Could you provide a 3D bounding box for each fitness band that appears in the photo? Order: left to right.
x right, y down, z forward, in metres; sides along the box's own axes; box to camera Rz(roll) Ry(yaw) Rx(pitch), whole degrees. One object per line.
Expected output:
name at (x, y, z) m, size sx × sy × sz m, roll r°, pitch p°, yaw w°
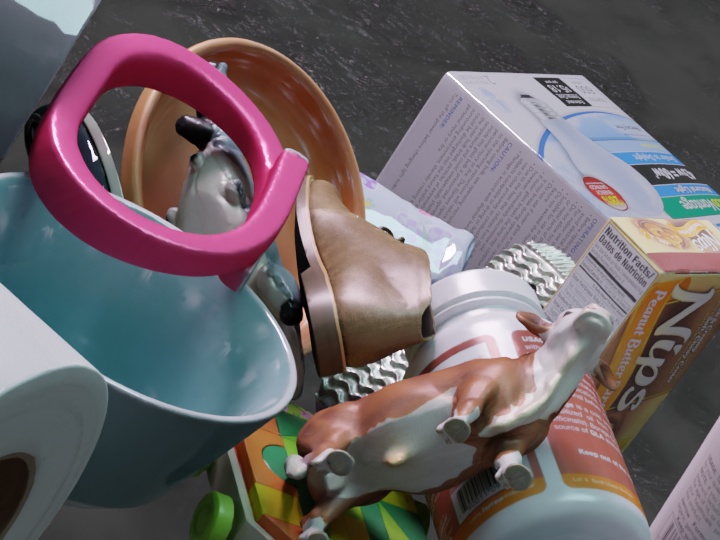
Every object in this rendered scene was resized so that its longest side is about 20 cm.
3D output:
fitness band at (-0.105, -0.061, 1.611) m, size 0.144 × 0.037 × 0.200 m, roll 33°, pitch 31°, yaw -6°

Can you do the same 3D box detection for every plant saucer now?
plant saucer at (-0.076, -0.040, 1.776) m, size 0.200 × 0.037 × 0.200 m, roll 12°, pitch 73°, yaw -46°

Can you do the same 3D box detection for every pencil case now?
pencil case at (-0.024, -0.034, 1.893) m, size 0.200 × 0.083 × 0.091 m, roll 30°, pitch 36°, yaw -7°

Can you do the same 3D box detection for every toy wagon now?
toy wagon at (-0.028, 0.125, 1.631) m, size 0.155 × 0.040 × 0.200 m, roll 23°, pitch 25°, yaw -25°

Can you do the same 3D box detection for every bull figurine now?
bull figurine at (0.047, 0.083, 1.543) m, size 0.065 × 0.200 × 0.121 m, roll 62°, pitch 20°, yaw -10°

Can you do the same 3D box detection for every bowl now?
bowl at (-0.145, 0.051, 1.542) m, size 0.201 × 0.105 × 0.201 m, roll 28°, pitch 23°, yaw -13°

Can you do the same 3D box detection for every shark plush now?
shark plush at (-0.080, -0.021, 1.719) m, size 0.083 × 0.091 × 0.200 m, roll 17°, pitch 47°, yaw -61°

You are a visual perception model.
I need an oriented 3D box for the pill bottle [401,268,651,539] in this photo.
pill bottle at (0.085, 0.097, 1.649) m, size 0.112 × 0.112 × 0.200 m, roll 19°, pitch 35°, yaw -31°

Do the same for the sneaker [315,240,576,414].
sneaker at (0.055, 0.068, 1.808) m, size 0.200 × 0.100 × 0.070 m, roll -29°, pitch 59°, yaw -30°

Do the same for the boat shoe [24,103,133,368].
boat shoe at (-0.167, -0.020, 1.693) m, size 0.062 × 0.075 × 0.200 m, roll -12°, pitch 55°, yaw -17°

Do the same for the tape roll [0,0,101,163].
tape roll at (-0.210, -0.111, 1.655) m, size 0.066 × 0.200 × 0.200 m, roll 32°, pitch 23°, yaw -7°

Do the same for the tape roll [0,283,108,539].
tape roll at (-0.226, 0.076, 1.264) m, size 0.139 × 0.203 × 0.203 m, roll 40°, pitch 24°, yaw 17°

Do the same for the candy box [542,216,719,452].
candy box at (0.142, 0.059, 1.779) m, size 0.055 × 0.200 × 0.115 m, roll 47°, pitch 26°, yaw 27°

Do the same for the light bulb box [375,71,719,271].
light bulb box at (0.145, -0.031, 2.059) m, size 0.200 × 0.125 × 0.198 m, roll 43°, pitch 24°, yaw 24°

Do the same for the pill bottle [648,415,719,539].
pill bottle at (0.241, 0.123, 1.628) m, size 0.114 × 0.200 × 0.114 m, roll 18°, pitch 35°, yaw -13°

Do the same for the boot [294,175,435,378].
boot at (0.000, 0.000, 1.706) m, size 0.075 × 0.074 × 0.200 m, roll -11°, pitch 27°, yaw -3°
